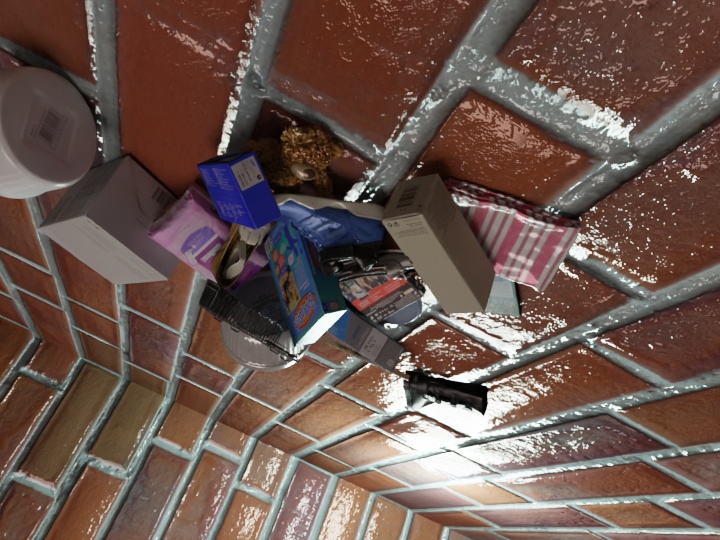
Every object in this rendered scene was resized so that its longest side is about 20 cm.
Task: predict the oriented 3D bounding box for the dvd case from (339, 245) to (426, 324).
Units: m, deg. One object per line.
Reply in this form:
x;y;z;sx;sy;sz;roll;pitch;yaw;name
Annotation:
0.000;0.000;1.007;0.200;0.022;0.146;42;137;-13;dvd case

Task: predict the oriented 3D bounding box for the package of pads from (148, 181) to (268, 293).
-0.277;-0.055;1.070;0.120;0.076;0.200;-36;124;17;package of pads

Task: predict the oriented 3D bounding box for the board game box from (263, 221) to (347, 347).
-0.098;0.007;0.970;0.045;0.202;0.152;-8;159;-30;board game box

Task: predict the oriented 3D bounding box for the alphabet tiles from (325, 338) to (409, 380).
0.015;0.203;1.329;0.198;0.015;0.195;19;170;36;alphabet tiles

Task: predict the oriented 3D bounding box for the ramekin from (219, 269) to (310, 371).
-0.189;0.092;1.183;0.198;0.201;0.106;20;142;5;ramekin

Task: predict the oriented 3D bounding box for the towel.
0.193;-0.044;0.825;0.198;0.030;0.147;20;144;9;towel

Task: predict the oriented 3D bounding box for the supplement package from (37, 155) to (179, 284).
-0.460;-0.089;1.113;0.198;0.148;0.191;-4;142;39;supplement package

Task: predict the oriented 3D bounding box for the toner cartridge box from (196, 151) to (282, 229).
-0.181;-0.119;0.837;0.199;0.043;0.096;20;134;61;toner cartridge box

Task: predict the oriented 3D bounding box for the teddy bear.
-0.111;-0.148;0.854;0.198;0.067;0.145;-1;146;37;teddy bear

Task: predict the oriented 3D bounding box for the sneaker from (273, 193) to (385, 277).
-0.064;-0.050;0.871;0.197;0.113;0.077;7;175;2;sneaker

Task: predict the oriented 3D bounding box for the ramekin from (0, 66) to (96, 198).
-0.511;-0.216;0.897;0.096;0.202;0.201;0;145;23;ramekin

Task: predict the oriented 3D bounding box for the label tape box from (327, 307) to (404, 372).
-0.025;0.116;1.172;0.199;0.064;0.144;37;173;-29;label tape box

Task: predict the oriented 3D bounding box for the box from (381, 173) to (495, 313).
0.114;-0.031;0.801;0.068;0.083;0.201;-6;134;38;box

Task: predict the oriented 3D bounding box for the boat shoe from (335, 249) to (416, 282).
0.033;-0.003;0.912;0.198;0.058;0.067;2;175;30;boat shoe

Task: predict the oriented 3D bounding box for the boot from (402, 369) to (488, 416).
0.210;0.311;1.400;0.197;0.066;0.165;6;149;19;boot

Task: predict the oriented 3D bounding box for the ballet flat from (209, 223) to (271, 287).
-0.197;-0.049;0.997;0.068;0.063;0.201;14;126;-33;ballet flat

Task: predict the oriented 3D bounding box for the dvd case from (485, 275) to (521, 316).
0.187;0.009;0.953;0.141;0.018;0.201;7;146;26;dvd case

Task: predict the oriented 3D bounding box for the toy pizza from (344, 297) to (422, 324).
0.027;0.035;1.094;0.198;0.032;0.201;19;149;12;toy pizza

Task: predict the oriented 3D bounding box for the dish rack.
-0.187;0.098;1.026;0.198;0.055;0.154;29;169;7;dish rack
